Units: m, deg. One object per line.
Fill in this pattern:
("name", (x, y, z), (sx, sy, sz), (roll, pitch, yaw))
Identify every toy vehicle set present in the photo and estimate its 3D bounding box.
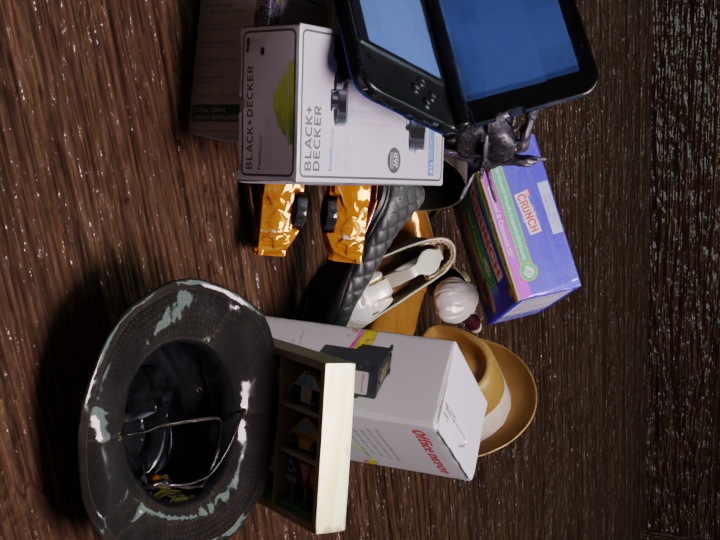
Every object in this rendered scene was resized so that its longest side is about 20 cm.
("toy vehicle set", (-0.069, 0.120, 0.959), (0.026, 0.199, 0.126), (1, 94, -32))

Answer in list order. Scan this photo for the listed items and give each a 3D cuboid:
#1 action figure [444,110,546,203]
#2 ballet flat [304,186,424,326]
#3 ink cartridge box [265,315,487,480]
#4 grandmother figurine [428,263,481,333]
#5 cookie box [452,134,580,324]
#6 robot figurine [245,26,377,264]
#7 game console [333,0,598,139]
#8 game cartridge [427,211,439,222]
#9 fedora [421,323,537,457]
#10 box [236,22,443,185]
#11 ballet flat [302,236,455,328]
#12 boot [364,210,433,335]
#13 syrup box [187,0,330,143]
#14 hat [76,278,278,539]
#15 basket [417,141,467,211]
("action figure", (0.127, -0.171, 1.145), (0.102, 0.117, 0.202), (-64, 162, -59))
("ballet flat", (0.000, 0.000, 1.139), (0.056, 0.067, 0.201), (13, 119, -32))
("ink cartridge box", (0.004, 0.118, 1.111), (0.146, 0.198, 0.084), (59, 42, -57))
("grandmother figurine", (0.107, 0.024, 1.436), (0.122, 0.060, 0.200), (50, 7, -4))
("cookie box", (0.165, -0.040, 1.344), (0.200, 0.074, 0.173), (109, -35, -79))
("robot figurine", (-0.040, -0.111, 1.065), (0.058, 0.143, 0.203), (-165, -100, -75))
("game console", (0.071, -0.218, 0.933), (0.170, 0.118, 0.202), (18, 51, -45))
("game cartridge", (0.115, -0.141, 1.426), (0.201, 0.032, 0.176), (-61, 174, 33))
("fedora", (0.106, 0.124, 1.382), (0.201, 0.198, 0.082), (-62, 148, -44))
("box", (-0.010, -0.124, 0.956), (0.199, 0.060, 0.118), (-2, 96, -53))
("ballet flat", (0.023, 0.009, 1.241), (0.199, 0.062, 0.068), (-32, 101, -39))
("boot", (0.032, 0.032, 1.326), (0.144, 0.070, 0.204), (-55, 151, -62))
("syrup box", (-0.077, -0.205, 0.972), (0.081, 0.078, 0.203), (4, 92, -54))
("hat", (-0.145, 0.103, 0.877), (0.199, 0.080, 0.203), (-9, 103, -44))
("basket", (0.056, -0.188, 1.269), (0.181, 0.134, 0.203), (60, 36, -68))
